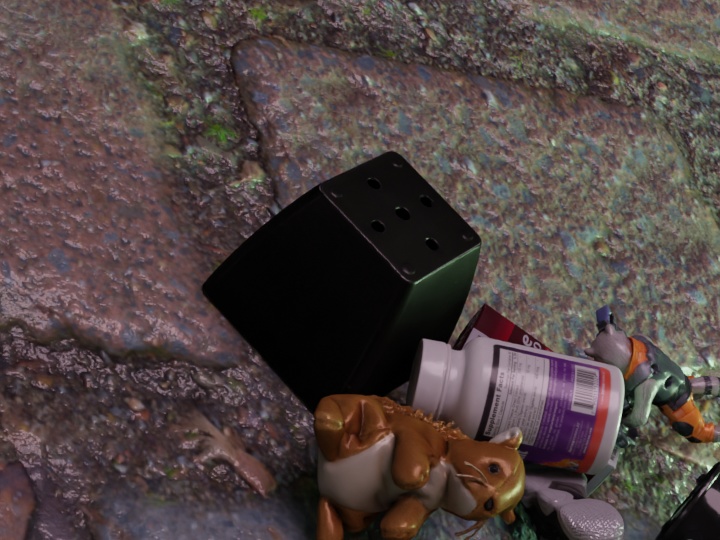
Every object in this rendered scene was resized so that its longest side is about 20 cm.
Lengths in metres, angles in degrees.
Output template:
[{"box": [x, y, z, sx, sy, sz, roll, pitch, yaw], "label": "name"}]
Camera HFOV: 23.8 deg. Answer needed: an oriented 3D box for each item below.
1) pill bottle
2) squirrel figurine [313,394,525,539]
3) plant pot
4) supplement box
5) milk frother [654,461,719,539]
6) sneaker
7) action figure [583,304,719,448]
[{"box": [0.149, 0.128, 1.675, 0.199, 0.112, 0.112, 13, 42, -3], "label": "pill bottle"}, {"box": [0.058, 0.175, 1.569, 0.186, 0.142, 0.200, 1, 12, 5], "label": "squirrel figurine"}, {"box": [0.000, 0.000, 1.699, 0.200, 0.178, 0.200, 46, 41, 13], "label": "plant pot"}, {"box": [0.183, 0.135, 1.790, 0.200, 0.061, 0.109, 35, 37, -1], "label": "supplement box"}, {"box": [0.398, 0.287, 1.703, 0.188, 0.181, 0.200, 40, 45, 10], "label": "milk frother"}, {"box": [0.193, 0.263, 1.661, 0.075, 0.114, 0.200, -1, 13, -15], "label": "sneaker"}, {"box": [0.315, 0.102, 1.801, 0.193, 0.105, 0.200, 26, 38, -30], "label": "action figure"}]
